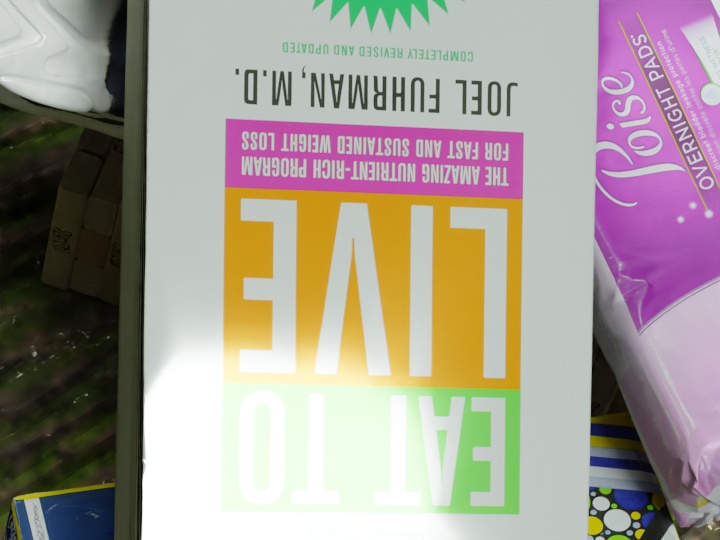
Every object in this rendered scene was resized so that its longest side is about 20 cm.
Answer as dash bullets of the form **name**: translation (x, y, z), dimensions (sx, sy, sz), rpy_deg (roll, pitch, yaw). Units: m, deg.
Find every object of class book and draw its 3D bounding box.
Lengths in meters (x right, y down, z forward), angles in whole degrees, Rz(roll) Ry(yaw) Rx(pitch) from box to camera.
- **book**: translation (0.000, -0.001, 0.822), dimensions (0.133, 0.048, 0.200), rpy_deg (1, 86, -14)

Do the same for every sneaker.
- **sneaker**: translation (-0.059, -0.072, 0.917), dimensions (0.199, 0.080, 0.130), rpy_deg (15, 12, -33)

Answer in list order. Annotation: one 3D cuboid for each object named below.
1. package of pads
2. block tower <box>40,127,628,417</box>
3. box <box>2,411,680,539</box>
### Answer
- **package of pads**: translation (0.111, -0.035, 0.882), dimensions (0.120, 0.076, 0.200), rpy_deg (-23, 74, -2)
- **block tower**: translation (0.000, 0.000, 0.959), dimensions (0.200, 0.058, 0.054), rpy_deg (19, 52, 0)
- **box**: translation (-0.006, 0.099, 0.879), dimensions (0.200, 0.064, 0.070), rpy_deg (-6, 56, -18)
